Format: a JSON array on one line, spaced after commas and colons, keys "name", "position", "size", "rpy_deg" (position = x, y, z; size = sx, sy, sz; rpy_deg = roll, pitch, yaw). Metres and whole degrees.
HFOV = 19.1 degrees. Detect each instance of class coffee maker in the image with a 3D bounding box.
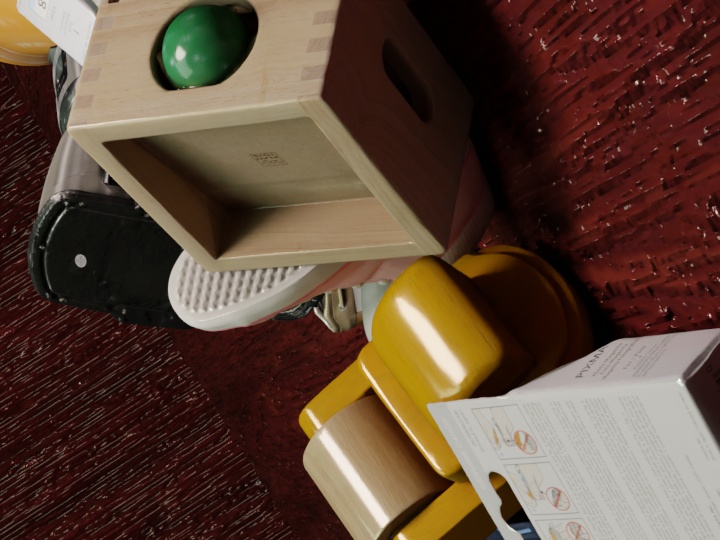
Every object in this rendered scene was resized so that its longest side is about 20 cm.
[{"name": "coffee maker", "position": [-0.125, -0.066, 1.456], "size": [0.192, 0.135, 0.201], "rpy_deg": [28, -139, -25]}]

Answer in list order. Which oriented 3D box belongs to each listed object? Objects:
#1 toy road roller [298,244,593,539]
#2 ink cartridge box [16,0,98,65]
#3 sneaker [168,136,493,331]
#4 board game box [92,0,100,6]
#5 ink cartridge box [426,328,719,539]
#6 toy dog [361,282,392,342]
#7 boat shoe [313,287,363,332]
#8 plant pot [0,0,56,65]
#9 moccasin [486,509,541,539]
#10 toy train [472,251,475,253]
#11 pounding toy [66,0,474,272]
[{"name": "toy road roller", "position": [0.045, 0.071, 1.237], "size": [0.123, 0.200, 0.146], "rpy_deg": [52, -170, 29]}, {"name": "ink cartridge box", "position": [-0.102, -0.152, 1.397], "size": [0.200, 0.160, 0.047], "rpy_deg": [39, 127, 31]}, {"name": "sneaker", "position": [-0.009, -0.010, 1.259], "size": [0.105, 0.200, 0.076], "rpy_deg": [50, -171, -53]}, {"name": "board game box", "position": [-0.104, -0.207, 1.295], "size": [0.200, 0.064, 0.148], "rpy_deg": [46, 133, 41]}, {"name": "ink cartridge box", "position": [0.146, 0.115, 1.118], "size": [0.200, 0.057, 0.163], "rpy_deg": [-6, 118, 57]}, {"name": "toy dog", "position": [0.000, 0.000, 1.469], "size": [0.200, 0.096, 0.132], "rpy_deg": [55, 168, 30]}, {"name": "boat shoe", "position": [-0.038, -0.047, 1.604], "size": [0.201, 0.068, 0.075], "rpy_deg": [60, 169, -10]}, {"name": "plant pot", "position": [-0.210, -0.240, 1.567], "size": [0.183, 0.200, 0.201], "rpy_deg": [20, 144, 46]}, {"name": "moccasin", "position": [0.123, 0.152, 1.452], "size": [0.068, 0.081, 0.200], "rpy_deg": [46, 161, -22]}, {"name": "toy train", "position": [0.088, 0.045, 1.371], "size": [0.200, 0.042, 0.056], "rpy_deg": [58, -170, 24]}, {"name": "pounding toy", "position": [-0.038, -0.113, 1.141], "size": [0.183, 0.143, 0.200], "rpy_deg": [-5, 149, 27]}]
